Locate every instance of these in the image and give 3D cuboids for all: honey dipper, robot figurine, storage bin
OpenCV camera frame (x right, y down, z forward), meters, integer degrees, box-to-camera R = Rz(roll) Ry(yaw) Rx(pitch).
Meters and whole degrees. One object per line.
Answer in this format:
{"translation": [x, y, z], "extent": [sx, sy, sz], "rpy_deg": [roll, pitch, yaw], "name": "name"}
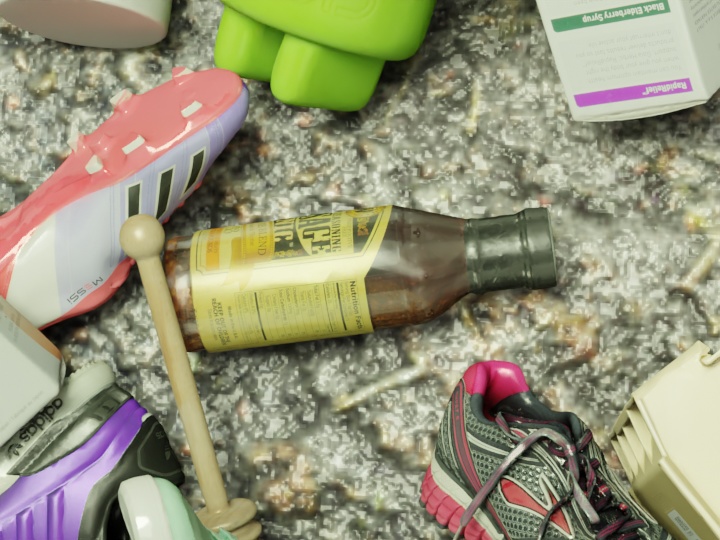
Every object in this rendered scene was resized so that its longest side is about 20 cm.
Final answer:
{"translation": [-0.082, 0.069, 0.816], "extent": [0.038, 0.038, 0.202], "rpy_deg": [-12, 101, 5], "name": "honey dipper"}
{"translation": [-0.006, -0.184, 0.828], "extent": [0.175, 0.115, 0.202], "rpy_deg": [28, 107, 36], "name": "robot figurine"}
{"translation": [0.204, 0.120, 0.723], "extent": [0.093, 0.200, 0.199], "rpy_deg": [-38, 78, -2], "name": "storage bin"}

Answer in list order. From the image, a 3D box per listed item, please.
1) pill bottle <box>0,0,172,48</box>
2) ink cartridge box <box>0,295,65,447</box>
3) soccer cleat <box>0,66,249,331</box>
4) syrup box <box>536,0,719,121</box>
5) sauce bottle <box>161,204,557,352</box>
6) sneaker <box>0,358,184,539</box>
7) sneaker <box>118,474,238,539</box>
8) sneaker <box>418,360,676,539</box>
{"translation": [-0.132, -0.227, 0.864], "extent": [0.118, 0.120, 0.202], "rpy_deg": [4, 81, 8], "name": "pill bottle"}
{"translation": [-0.266, 0.037, 0.781], "extent": [0.162, 0.050, 0.200], "rpy_deg": [-41, 109, 7], "name": "ink cartridge box"}
{"translation": [-0.130, -0.028, 0.848], "extent": [0.199, 0.077, 0.067], "rpy_deg": [-36, 34, 8], "name": "soccer cleat"}
{"translation": [0.122, -0.180, 0.790], "extent": [0.081, 0.079, 0.202], "rpy_deg": [-3, 115, 39], "name": "syrup box"}
{"translation": [0.000, 0.000, 0.841], "extent": [0.198, 0.066, 0.067], "rpy_deg": [-8, 80, 3], "name": "sauce bottle"}
{"translation": [-0.168, 0.149, 0.834], "extent": [0.099, 0.070, 0.200], "rpy_deg": [42, 90, 5], "name": "sneaker"}
{"translation": [-0.031, 0.145, 0.773], "extent": [0.117, 0.201, 0.074], "rpy_deg": [-28, 39, -2], "name": "sneaker"}
{"translation": [0.094, 0.109, 0.749], "extent": [0.200, 0.080, 0.075], "rpy_deg": [33, 117, 49], "name": "sneaker"}
